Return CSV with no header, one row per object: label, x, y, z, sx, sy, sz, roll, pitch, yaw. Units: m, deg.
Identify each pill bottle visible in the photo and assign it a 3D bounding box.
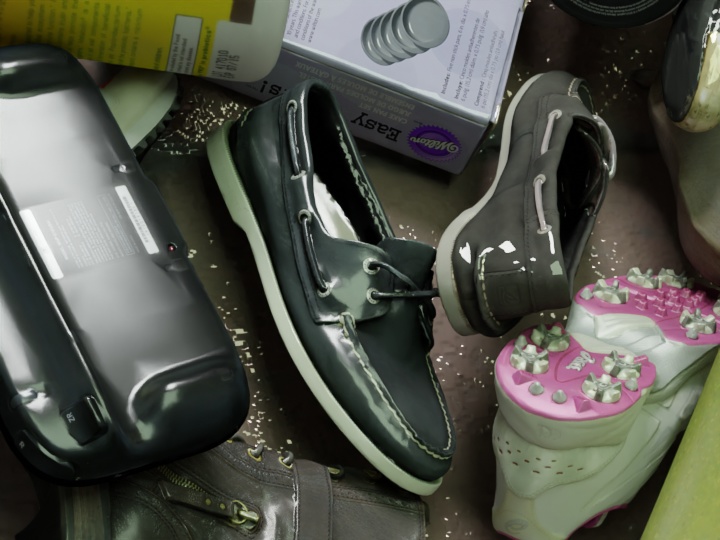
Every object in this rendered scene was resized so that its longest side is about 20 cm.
pill bottle,-0.127,-0.146,1.237,0.199,0.109,0.110,7,57,-6

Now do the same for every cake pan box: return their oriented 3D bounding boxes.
cake pan box,-0.009,-0.161,1.375,0.183,0.052,0.201,20,54,-8

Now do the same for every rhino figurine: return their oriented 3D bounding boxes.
rhino figurine,0.176,-0.058,1.376,0.087,0.060,0.200,14,37,-21

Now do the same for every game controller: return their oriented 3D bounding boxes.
game controller,-0.121,-0.007,1.165,0.104,0.042,0.201,-10,61,-36

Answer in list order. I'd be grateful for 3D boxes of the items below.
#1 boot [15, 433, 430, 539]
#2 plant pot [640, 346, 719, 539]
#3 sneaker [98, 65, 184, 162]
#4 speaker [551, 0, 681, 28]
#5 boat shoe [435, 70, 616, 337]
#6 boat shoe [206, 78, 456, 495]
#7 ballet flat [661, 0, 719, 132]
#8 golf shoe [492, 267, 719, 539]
boot,-0.053,0.083,1.209,0.173,0.069,0.201,13,57,-24
plant pot,0.199,0.107,1.209,0.200,0.200,0.185,33,80,-1
sneaker,-0.158,-0.046,1.231,0.093,0.070,0.200,43,56,-1
speaker,0.139,-0.196,1.410,0.081,0.081,0.200,29,35,-3
boat shoe,0.088,-0.031,1.302,0.057,0.067,0.200,-6,27,23
boat shoe,0.001,0.000,1.253,0.074,0.066,0.200,25,33,-49
ballet flat,0.179,-0.123,1.358,0.057,0.067,0.200,28,37,-2
golf shoe,0.112,0.058,1.289,0.075,0.092,0.200,24,26,27
